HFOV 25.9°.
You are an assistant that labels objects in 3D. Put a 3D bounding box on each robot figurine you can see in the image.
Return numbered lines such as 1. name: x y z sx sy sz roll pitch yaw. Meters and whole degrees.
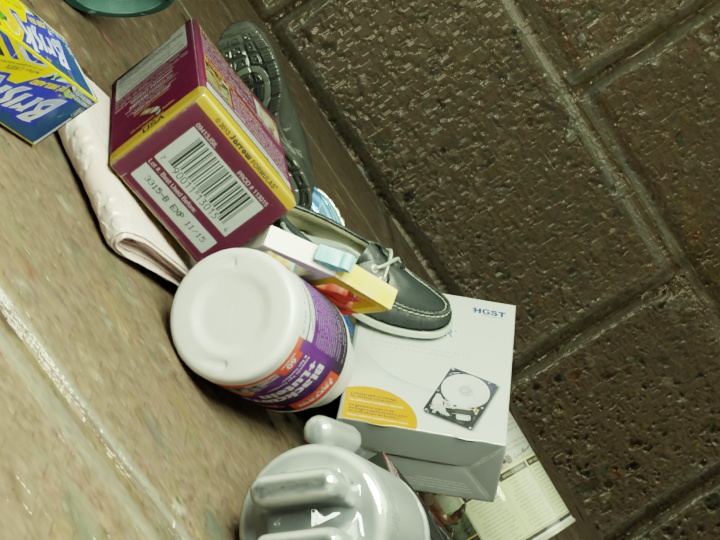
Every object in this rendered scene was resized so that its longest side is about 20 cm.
1. robot figurine: -0.016 0.192 1.136 0.200 0.112 0.171 41 46 -66

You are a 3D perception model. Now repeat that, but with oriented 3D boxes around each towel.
1. towel: -0.200 -0.074 1.346 0.201 0.032 0.191 62 7 27

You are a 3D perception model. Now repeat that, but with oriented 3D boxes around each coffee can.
1. coffee can: 0.140 0.245 1.846 0.201 0.146 0.146 59 7 11

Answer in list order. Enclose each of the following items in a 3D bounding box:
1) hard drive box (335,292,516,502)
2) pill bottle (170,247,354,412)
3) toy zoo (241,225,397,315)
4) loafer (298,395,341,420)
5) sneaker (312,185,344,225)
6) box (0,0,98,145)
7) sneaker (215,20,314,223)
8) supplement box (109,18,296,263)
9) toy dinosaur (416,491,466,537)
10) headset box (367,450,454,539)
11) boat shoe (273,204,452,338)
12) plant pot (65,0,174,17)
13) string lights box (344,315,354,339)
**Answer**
1. hard drive box: 0.061 0.110 1.472 0.200 0.155 0.077 -80 179 -52
2. pill bottle: -0.073 0.059 1.323 0.112 0.111 0.200 60 8 22
3. toy zoo: -0.054 0.003 1.375 0.131 0.021 0.200 28 -15 -22
4. loafer: -0.047 0.095 1.511 0.201 0.070 0.068 49 11 -51
5. sneaker: -0.060 0.005 1.589 0.090 0.078 0.201 14 69 -65
6. box: -0.268 -0.161 1.120 0.070 0.064 0.200 60 8 20
7. sneaker: -0.094 -0.148 1.533 0.091 0.076 0.201 -66 144 -68
8. supplement box: -0.140 -0.112 1.353 0.131 0.103 0.200 50 11 -25
9. toy dinosaur: 0.031 0.221 1.513 0.200 0.135 0.086 87 19 -58
10. headset box: 0.043 0.268 1.368 0.200 0.077 0.149 55 8 -34
11. boat shoe: 0.000 0.000 1.483 0.199 0.061 0.076 22 33 11
12. plant pot: -0.251 -0.346 1.628 0.200 0.199 0.135 39 47 -69
13. string lights box: -0.048 0.057 1.712 0.201 0.059 0.103 61 7 20
